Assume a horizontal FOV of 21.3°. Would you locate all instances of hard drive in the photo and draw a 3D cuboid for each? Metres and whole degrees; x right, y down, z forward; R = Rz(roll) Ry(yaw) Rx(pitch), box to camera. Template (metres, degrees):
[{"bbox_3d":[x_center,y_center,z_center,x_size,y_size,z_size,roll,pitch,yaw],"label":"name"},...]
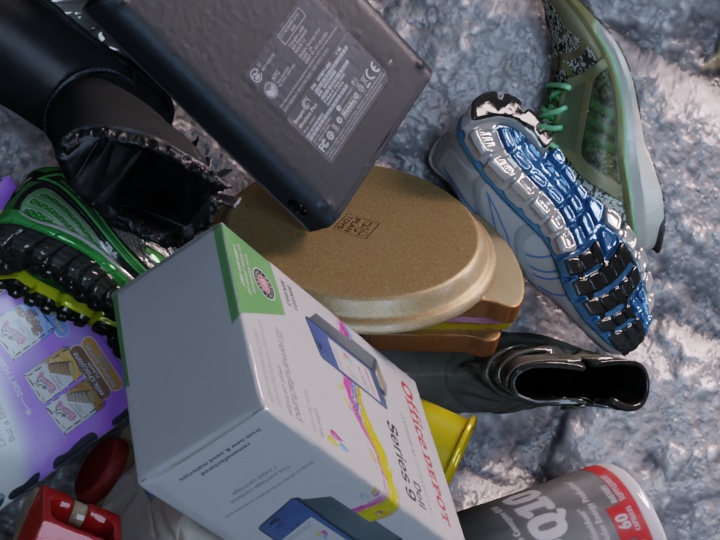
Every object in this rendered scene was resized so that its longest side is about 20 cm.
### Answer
[{"bbox_3d":[-0.058,-0.142,1.179,0.200,0.033,0.140,45,61,-22],"label":"hard drive"}]

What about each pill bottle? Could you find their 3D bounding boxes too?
[{"bbox_3d":[0.097,0.210,1.280,0.200,0.114,0.114,-17,96,-19],"label":"pill bottle"}]

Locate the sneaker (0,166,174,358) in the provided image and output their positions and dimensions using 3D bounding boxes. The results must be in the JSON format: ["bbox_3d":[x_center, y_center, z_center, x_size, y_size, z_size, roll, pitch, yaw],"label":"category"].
[{"bbox_3d":[-0.126,0.004,1.154,0.200,0.078,0.085,35,55,-28],"label":"sneaker"}]

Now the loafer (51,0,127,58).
[{"bbox_3d":[-0.122,-0.156,1.223,0.200,0.070,0.070,-8,101,-14],"label":"loafer"}]

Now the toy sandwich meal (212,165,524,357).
[{"bbox_3d":[0.000,0.000,1.229,0.205,0.205,0.070,-8,126,-20],"label":"toy sandwich meal"}]

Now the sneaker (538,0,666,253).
[{"bbox_3d":[0.146,-0.097,1.321,0.089,0.077,0.200,-18,93,-7],"label":"sneaker"}]

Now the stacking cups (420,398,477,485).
[{"bbox_3d":[-0.026,0.077,1.225,0.200,0.061,0.061,26,81,7],"label":"stacking cups"}]

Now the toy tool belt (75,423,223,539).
[{"bbox_3d":[-0.098,0.176,1.126,0.123,0.200,0.125,35,95,-24],"label":"toy tool belt"}]

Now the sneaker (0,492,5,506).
[{"bbox_3d":[-0.276,0.076,1.100,0.093,0.070,0.200,-32,99,-34],"label":"sneaker"}]

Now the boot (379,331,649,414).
[{"bbox_3d":[0.080,0.065,1.262,0.200,0.131,0.068,-1,91,-20],"label":"boot"}]

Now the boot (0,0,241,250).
[{"bbox_3d":[-0.170,-0.093,1.106,0.198,0.162,0.073,29,106,-28],"label":"boot"}]

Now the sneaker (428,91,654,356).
[{"bbox_3d":[0.120,-0.024,1.298,0.075,0.087,0.200,-37,93,-39],"label":"sneaker"}]

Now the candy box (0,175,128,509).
[{"bbox_3d":[-0.256,0.065,1.172,0.200,0.072,0.168,-36,102,-17],"label":"candy box"}]

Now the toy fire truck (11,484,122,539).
[{"bbox_3d":[-0.200,0.179,1.117,0.049,0.200,0.141,24,93,-18],"label":"toy fire truck"}]

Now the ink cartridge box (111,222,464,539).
[{"bbox_3d":[-0.038,0.090,1.078,0.087,0.145,0.200,-32,133,16],"label":"ink cartridge box"}]
